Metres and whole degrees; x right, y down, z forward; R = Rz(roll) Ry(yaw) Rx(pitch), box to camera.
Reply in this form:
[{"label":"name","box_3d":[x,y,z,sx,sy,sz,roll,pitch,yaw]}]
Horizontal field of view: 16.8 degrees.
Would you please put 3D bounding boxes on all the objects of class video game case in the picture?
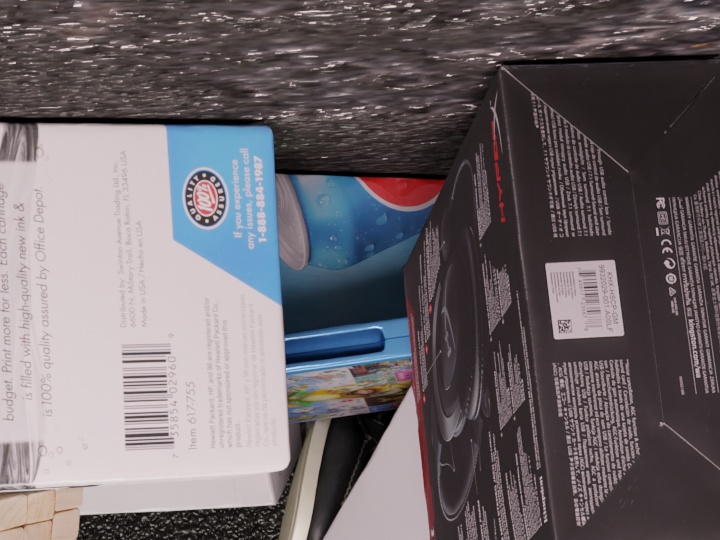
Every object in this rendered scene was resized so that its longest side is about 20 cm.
[{"label":"video game case","box_3d":[-0.040,0.045,0.955,0.198,0.018,0.143,-7,169,-3]}]

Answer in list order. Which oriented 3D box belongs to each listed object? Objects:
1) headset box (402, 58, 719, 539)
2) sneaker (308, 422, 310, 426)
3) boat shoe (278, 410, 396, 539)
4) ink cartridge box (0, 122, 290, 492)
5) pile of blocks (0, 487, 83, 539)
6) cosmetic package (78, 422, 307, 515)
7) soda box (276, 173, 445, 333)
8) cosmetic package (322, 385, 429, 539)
[{"label":"headset box","box_3d":[0.067,0.040,0.789,0.077,0.150,0.200,-2,160,-8]},{"label":"sneaker","box_3d":[-0.054,0.090,1.953,0.199,0.084,0.076,-8,173,40]},{"label":"boat shoe","box_3d":[0.004,0.095,1.082,0.066,0.075,0.199,18,-172,2]},{"label":"ink cartridge box","box_3d":[-0.128,0.014,0.785,0.199,0.117,0.068,0,173,-24]},{"label":"pile of blocks","box_3d":[-0.173,0.053,0.879,0.062,0.200,0.082,-8,137,-38]},{"label":"cosmetic package","box_3d":[-0.130,0.045,1.082,0.199,0.114,0.081,-5,-161,14]},{"label":"soda box","box_3d":[0.000,0.000,0.990,0.199,0.068,0.064,0,170,-38]},{"label":"cosmetic package","box_3d":[0.069,0.183,0.964,0.199,0.201,0.123,41,-162,30]}]
